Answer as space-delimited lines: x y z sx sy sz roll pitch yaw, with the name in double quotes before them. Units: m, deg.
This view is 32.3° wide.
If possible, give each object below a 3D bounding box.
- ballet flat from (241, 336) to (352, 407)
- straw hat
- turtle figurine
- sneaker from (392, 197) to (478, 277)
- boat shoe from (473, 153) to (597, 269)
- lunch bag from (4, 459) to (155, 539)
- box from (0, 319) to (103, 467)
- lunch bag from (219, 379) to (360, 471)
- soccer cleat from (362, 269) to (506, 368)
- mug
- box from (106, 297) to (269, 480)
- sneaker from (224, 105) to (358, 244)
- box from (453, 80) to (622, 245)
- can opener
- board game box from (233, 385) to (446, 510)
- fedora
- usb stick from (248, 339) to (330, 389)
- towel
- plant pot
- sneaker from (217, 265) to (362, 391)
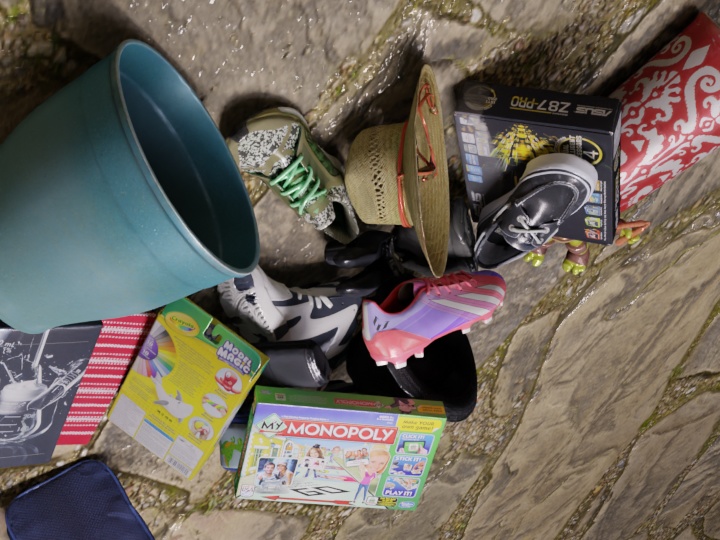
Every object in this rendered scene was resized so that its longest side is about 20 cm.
"ballet flat" -0.105 0.107 1.398 0.199 0.072 0.072 -20 146 -22
"straw hat" 0.030 -0.092 1.187 0.084 0.203 0.201 -2 150 12
"turtle figurine" 0.225 -0.050 1.442 0.198 0.065 0.161 0 162 2
"sneaker" 0.084 -0.025 1.381 0.090 0.077 0.200 -8 158 8
"boat shoe" 0.171 -0.054 1.267 0.071 0.068 0.200 28 153 -15
"lunch bag" -0.299 0.334 1.387 0.135 0.200 0.133 -24 150 -24
"box" -0.351 0.079 1.073 0.199 0.104 0.183 -1 132 -36
"lunch bag" -0.052 0.177 1.426 0.160 0.083 0.199 -6 -179 43
"soccer cleat" 0.079 0.032 1.286 0.199 0.066 0.077 -28 112 -36
"mug" 0.345 -0.153 1.367 0.200 0.134 0.177 -38 126 14
"box" -0.174 0.112 1.265 0.200 0.117 0.048 -56 176 40
"sneaker" -0.051 -0.083 1.155 0.077 0.089 0.200 -41 148 11
"box" 0.187 -0.109 1.285 0.200 0.160 0.049 73 34 -57
"can opener" 0.000 0.000 1.244 0.078 0.064 0.200 -14 -173 7
"board game box" -0.023 0.186 1.293 0.198 0.029 0.135 6 125 -13
"fedora" 0.046 0.098 1.383 0.091 0.202 0.200 -31 152 27
"usb stick" -0.123 0.099 1.281 0.199 0.033 0.056 -5 128 28
"towel" -0.304 0.108 1.249 0.144 0.023 0.201 4 130 -42
"plant pot" -0.209 -0.047 0.979 0.187 0.201 0.200 -27 150 13
"sneaker" -0.064 0.030 1.318 0.130 0.079 0.200 -49 126 -25
